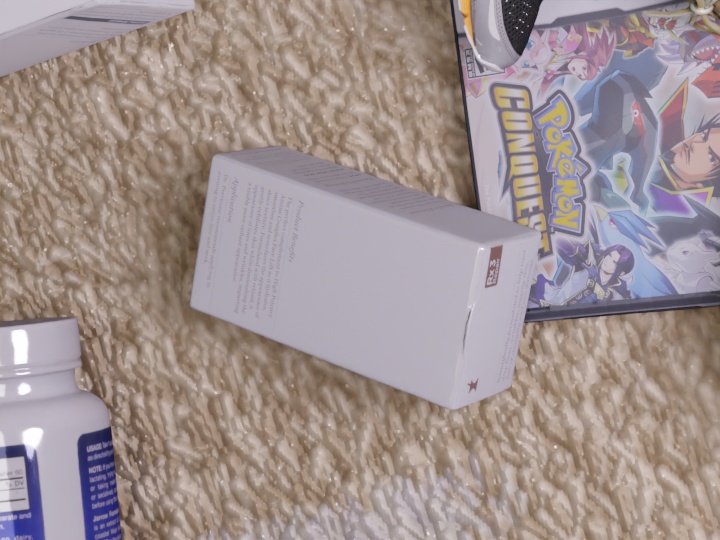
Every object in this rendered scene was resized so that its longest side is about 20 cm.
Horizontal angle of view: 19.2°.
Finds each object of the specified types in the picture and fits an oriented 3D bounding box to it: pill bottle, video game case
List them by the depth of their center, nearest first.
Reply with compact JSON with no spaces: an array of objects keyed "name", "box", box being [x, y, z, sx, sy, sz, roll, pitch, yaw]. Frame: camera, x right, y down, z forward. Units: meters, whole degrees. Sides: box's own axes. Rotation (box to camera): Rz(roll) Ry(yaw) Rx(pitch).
[{"name":"video game case","box":[0.145,-0.076,1.205,0.180,0.025,0.201,-6,93,30]},{"name":"pill bottle","box":[-0.216,0.134,1.364,0.119,0.120,0.201,-4,92,28]}]

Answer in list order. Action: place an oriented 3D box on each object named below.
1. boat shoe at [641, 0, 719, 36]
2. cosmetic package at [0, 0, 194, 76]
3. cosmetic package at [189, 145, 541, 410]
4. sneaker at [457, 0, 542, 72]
[{"name":"boat shoe","box":[0.219,-0.146,1.109,0.199,0.073,0.063,8,92,3]},{"name":"cosmetic package","box":[-0.235,-0.234,1.342,0.199,0.123,0.201,-14,88,26]},{"name":"cosmetic package","box":[0.000,0.000,1.254,0.199,0.074,0.102,21,109,30]},{"name":"sneaker","box":[0.109,-0.203,1.168,0.077,0.078,0.201,19,93,17]}]
